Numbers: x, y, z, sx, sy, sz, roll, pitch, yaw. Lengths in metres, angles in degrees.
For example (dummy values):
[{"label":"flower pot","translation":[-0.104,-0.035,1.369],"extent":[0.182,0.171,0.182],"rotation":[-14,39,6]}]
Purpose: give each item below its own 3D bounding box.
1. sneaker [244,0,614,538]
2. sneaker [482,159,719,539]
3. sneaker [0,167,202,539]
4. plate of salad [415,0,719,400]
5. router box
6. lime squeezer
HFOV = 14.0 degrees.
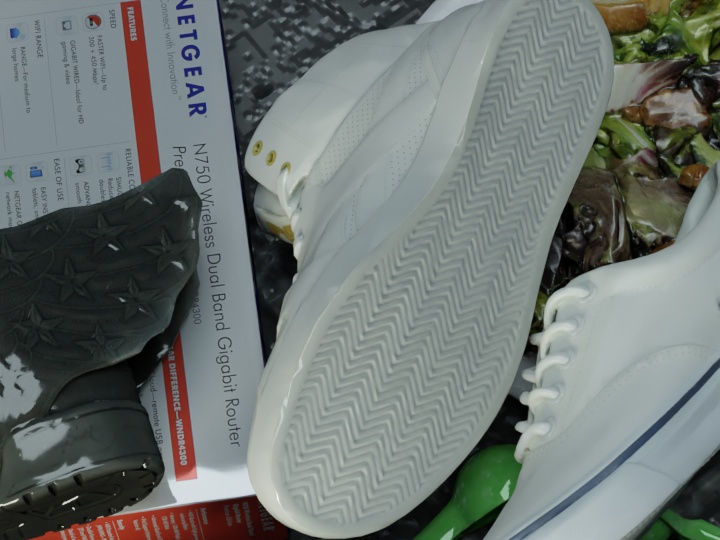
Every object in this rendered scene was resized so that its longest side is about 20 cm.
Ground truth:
[{"label":"sneaker","translation":[0.000,0.000,0.950],"extent":[0.074,0.115,0.200],"rotation":[41,63,-27]},{"label":"sneaker","translation":[0.079,0.041,0.922],"extent":[0.071,0.073,0.200],"rotation":[41,56,8]},{"label":"sneaker","translation":[-0.138,0.037,0.927],"extent":[0.199,0.060,0.104],"rotation":[-14,68,-10]},{"label":"plate of salad","translation":[0.100,-0.041,1.012],"extent":[0.200,0.048,0.200],"rotation":[-1,65,1]},{"label":"router box","translation":[-0.125,0.005,0.999],"extent":[0.179,0.049,0.200],"rotation":[-7,65,-1]},{"label":"lime squeezer","translation":[0.072,0.091,0.957],"extent":[0.200,0.038,0.071],"rotation":[-1,62,0]}]
